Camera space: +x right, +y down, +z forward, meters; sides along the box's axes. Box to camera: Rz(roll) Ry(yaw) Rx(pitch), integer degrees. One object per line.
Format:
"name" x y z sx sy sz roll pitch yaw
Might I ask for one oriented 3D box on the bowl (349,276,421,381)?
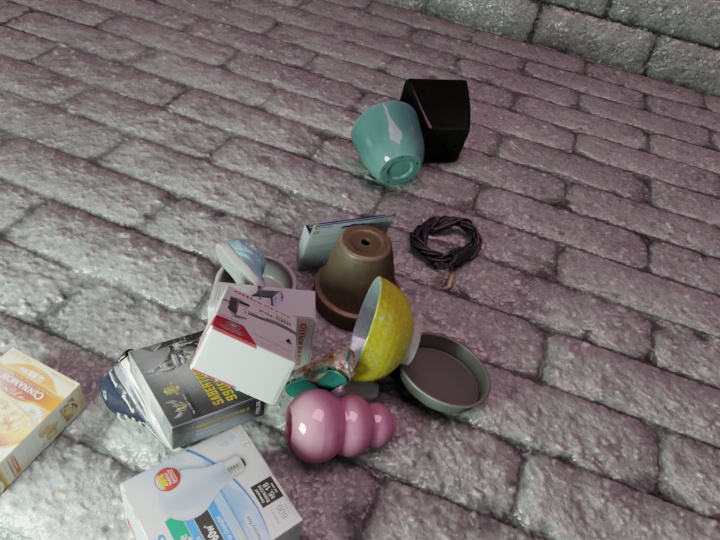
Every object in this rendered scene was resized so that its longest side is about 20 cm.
"bowl" 0.051 0.123 1.114 0.107 0.201 0.201 19 43 -6

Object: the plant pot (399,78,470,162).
"plant pot" 0.226 -0.436 1.788 0.197 0.201 0.179 -4 56 -15

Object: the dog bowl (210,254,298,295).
"dog bowl" -0.225 0.044 1.285 0.197 0.059 0.201 6 43 -6

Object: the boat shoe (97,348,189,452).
"boat shoe" -0.380 0.244 1.047 0.201 0.092 0.075 56 17 12

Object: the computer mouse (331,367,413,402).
"computer mouse" -0.001 0.222 1.156 0.198 0.044 0.110 -8 48 -20

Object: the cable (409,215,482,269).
"cable" 0.219 -0.078 1.517 0.163 0.051 0.199 34 50 29

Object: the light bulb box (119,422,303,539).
"light bulb box" -0.223 0.375 0.892 0.199 0.126 0.198 -23 52 -33

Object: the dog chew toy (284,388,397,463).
"dog chew toy" -0.030 0.273 1.048 0.197 0.125 0.125 5 43 -18

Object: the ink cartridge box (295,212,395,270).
"ink cartridge box" -0.038 -0.077 1.346 0.197 0.200 0.041 -9 66 -21

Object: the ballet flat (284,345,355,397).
"ballet flat" -0.068 0.186 1.081 0.075 0.199 0.064 38 52 -20

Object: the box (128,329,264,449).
"box" -0.272 0.184 0.980 0.157 0.049 0.200 -13 37 -34

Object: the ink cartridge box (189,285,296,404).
"ink cartridge box" -0.186 0.116 0.991 0.146 0.083 0.200 26 12 -13

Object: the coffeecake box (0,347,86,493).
"coffeecake box" -0.592 0.247 0.987 0.152 0.074 0.201 24 45 12

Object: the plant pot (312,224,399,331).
"plant pot" 0.000 0.000 1.293 0.197 0.176 0.202 6 42 -5

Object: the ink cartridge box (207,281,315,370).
"ink cartridge box" -0.191 0.111 1.155 0.197 0.148 0.086 5 37 -7

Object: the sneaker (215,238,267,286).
"sneaker" -0.225 -0.007 1.241 0.081 0.074 0.200 -24 54 -28

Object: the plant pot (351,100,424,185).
"plant pot" 0.089 -0.337 1.654 0.198 0.201 0.162 -7 60 -18

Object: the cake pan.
"cake pan" 0.162 0.205 1.185 0.198 0.037 0.201 15 34 -10
